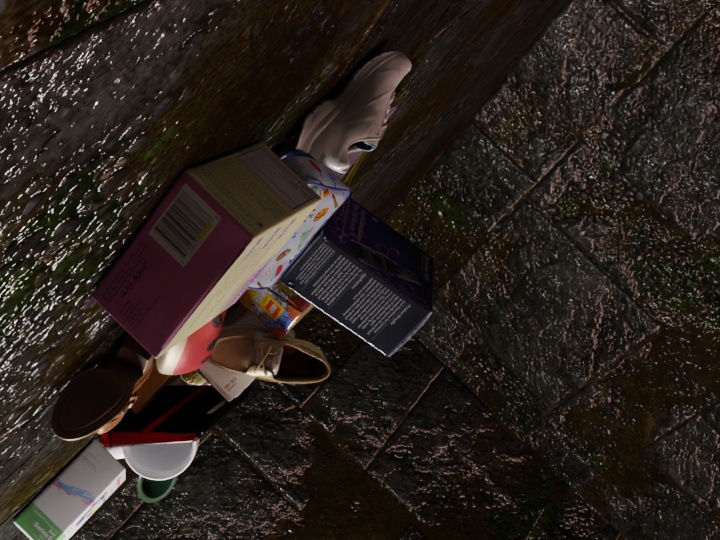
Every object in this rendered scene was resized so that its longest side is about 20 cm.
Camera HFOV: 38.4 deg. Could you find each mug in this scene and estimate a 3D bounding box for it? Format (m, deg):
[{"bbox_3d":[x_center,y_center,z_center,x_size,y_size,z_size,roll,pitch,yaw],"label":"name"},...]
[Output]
[{"bbox_3d":[-0.424,0.341,2.100,0.198,0.149,0.175,-17,-177,-4],"label":"mug"}]

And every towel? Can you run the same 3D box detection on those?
[{"bbox_3d":[0.012,-0.203,1.655,0.201,0.018,0.086,-59,-174,-16],"label":"towel"}]

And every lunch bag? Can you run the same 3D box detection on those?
[{"bbox_3d":[-0.111,-0.059,1.328,0.200,0.076,0.160,-47,163,17],"label":"lunch bag"}]

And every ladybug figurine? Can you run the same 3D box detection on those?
[{"bbox_3d":[-0.223,0.070,1.384,0.200,0.071,0.137,119,-13,-55],"label":"ladybug figurine"}]

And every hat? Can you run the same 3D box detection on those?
[{"bbox_3d":[-0.696,0.637,3.317,0.166,0.175,0.201,-43,139,-29],"label":"hat"}]

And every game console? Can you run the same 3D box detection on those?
[{"bbox_3d":[-0.277,0.218,1.561,0.175,0.031,0.200,-2,-166,20],"label":"game console"}]

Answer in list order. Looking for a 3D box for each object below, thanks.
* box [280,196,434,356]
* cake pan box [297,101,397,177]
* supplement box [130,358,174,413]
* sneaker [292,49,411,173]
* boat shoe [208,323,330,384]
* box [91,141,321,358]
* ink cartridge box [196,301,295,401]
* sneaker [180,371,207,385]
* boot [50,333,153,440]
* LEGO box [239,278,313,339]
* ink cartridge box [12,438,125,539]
[{"bbox_3d":[0.000,0.000,1.472,0.104,0.199,0.148,-47,-161,27],"label":"box"},{"bbox_3d":[-0.047,-0.160,1.478,0.184,0.052,0.200,-47,179,41],"label":"cake pan box"},{"bbox_3d":[-0.287,0.117,1.530,0.200,0.067,0.069,-48,178,23],"label":"supplement box"},{"bbox_3d":[0.003,-0.198,1.300,0.200,0.087,0.075,-48,176,-22],"label":"sneaker"},{"bbox_3d":[-0.133,0.125,1.516,0.066,0.198,0.075,24,-76,60],"label":"boat shoe"},{"bbox_3d":[-0.157,-0.028,1.095,0.176,0.097,0.200,-48,177,23],"label":"box"},{"bbox_3d":[-0.208,0.104,1.629,0.148,0.086,0.200,-46,-158,-12],"label":"ink cartridge box"},{"bbox_3d":[-0.265,0.170,1.816,0.075,0.090,0.200,-44,-161,3],"label":"sneaker"},{"bbox_3d":[-0.341,0.179,1.370,0.200,0.073,0.155,-49,175,-42],"label":"boot"},{"bbox_3d":[-0.107,-0.015,1.560,0.077,0.149,0.200,-49,177,41],"label":"LEGO box"},{"bbox_3d":[-0.528,0.417,1.893,0.200,0.087,0.145,-48,178,-23],"label":"ink cartridge box"}]
